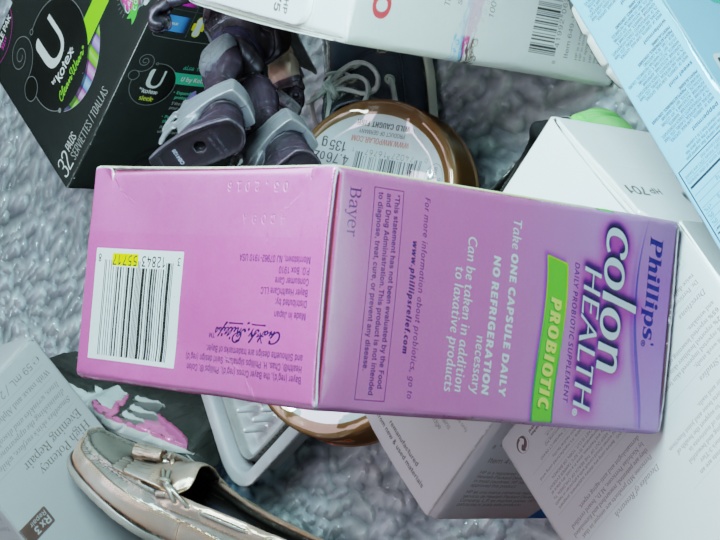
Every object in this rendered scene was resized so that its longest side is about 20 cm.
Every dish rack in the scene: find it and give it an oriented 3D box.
[{"bbox_3d":[-0.049,0.025,1.278,0.200,0.043,0.172,-49,53,47],"label":"dish rack"}]

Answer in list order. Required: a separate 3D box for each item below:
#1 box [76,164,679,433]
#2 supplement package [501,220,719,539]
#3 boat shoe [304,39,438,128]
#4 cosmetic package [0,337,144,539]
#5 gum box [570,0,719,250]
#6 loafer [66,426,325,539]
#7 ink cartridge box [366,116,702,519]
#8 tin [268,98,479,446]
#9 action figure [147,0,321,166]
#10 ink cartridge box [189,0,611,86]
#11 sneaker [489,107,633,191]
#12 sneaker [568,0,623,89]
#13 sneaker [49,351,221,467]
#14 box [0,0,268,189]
[{"bbox_3d":[0.007,0.013,0.889,0.175,0.199,0.097,3,88,50],"label":"box"},{"bbox_3d":[0.200,0.105,0.921,0.152,0.150,0.200,-55,50,30],"label":"supplement package"},{"bbox_3d":[0.004,-0.094,1.228,0.075,0.062,0.201,-29,66,46],"label":"boat shoe"},{"bbox_3d":[-0.205,0.155,1.345,0.074,0.102,0.200,-15,118,50],"label":"cosmetic package"},{"bbox_3d":[0.202,-0.063,0.918,0.045,0.169,0.201,-48,53,35],"label":"gum box"},{"bbox_3d":[-0.095,0.151,1.285,0.200,0.072,0.063,34,114,14],"label":"loafer"},{"bbox_3d":[0.117,0.030,1.026,0.086,0.146,0.200,54,125,38],"label":"ink cartridge box"},{"bbox_3d":[0.000,0.000,1.154,0.111,0.042,0.201,10,84,28],"label":"tin"},{"bbox_3d":[-0.072,-0.115,1.150,0.069,0.130,0.200,-35,30,21],"label":"action figure"},{"bbox_3d":[0.035,-0.193,1.095,0.146,0.199,0.148,21,103,48],"label":"ink cartridge box"},{"bbox_3d":[0.084,-0.002,1.114,0.077,0.083,0.201,38,115,44],"label":"sneaker"},{"bbox_3d":[0.139,-0.158,1.001,0.074,0.200,0.080,-51,19,-29],"label":"sneaker"},{"bbox_3d":[-0.161,0.116,1.412,0.199,0.080,0.087,14,121,47],"label":"sneaker"},{"bbox_3d":[-0.139,-0.172,1.353,0.149,0.124,0.201,53,126,36],"label":"box"}]
